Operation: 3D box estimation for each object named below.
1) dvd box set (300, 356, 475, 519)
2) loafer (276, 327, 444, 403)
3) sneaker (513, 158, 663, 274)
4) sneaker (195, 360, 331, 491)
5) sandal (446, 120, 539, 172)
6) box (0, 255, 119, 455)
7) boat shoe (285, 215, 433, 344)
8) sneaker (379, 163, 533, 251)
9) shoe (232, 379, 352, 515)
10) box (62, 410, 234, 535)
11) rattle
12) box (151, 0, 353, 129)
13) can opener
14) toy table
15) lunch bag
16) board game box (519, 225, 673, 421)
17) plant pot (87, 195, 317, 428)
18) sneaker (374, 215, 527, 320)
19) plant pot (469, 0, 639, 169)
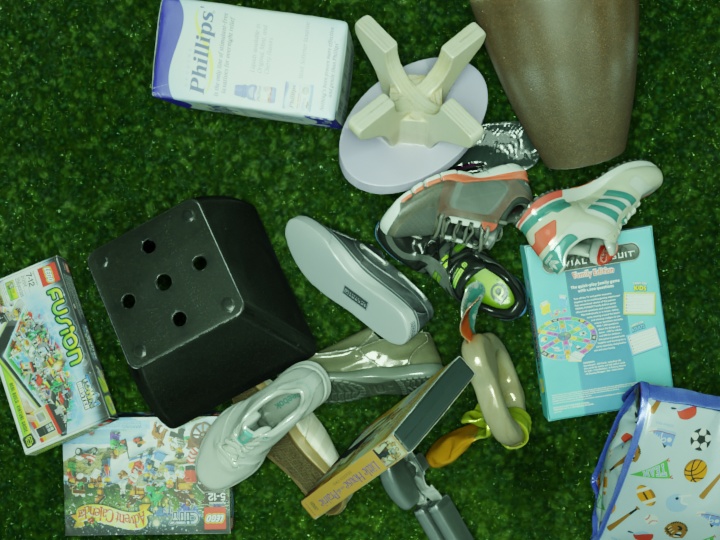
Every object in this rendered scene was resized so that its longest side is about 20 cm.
[{"bbox_3d":[0.028,0.182,1.234,0.029,0.146,0.200,46,137,0],"label":"dvd box set"},{"bbox_3d":[0.001,0.107,1.326,0.196,0.076,0.071,-2,62,2],"label":"loafer"},{"bbox_3d":[0.268,-0.053,1.271,0.197,0.071,0.094,-19,69,-25],"label":"sneaker"},{"bbox_3d":[-0.122,0.177,1.263,0.075,0.088,0.200,46,107,2],"label":"sneaker"},{"bbox_3d":[0.111,-0.140,1.316,0.196,0.048,0.077,-9,92,1],"label":"sandal"},{"bbox_3d":[-0.364,0.097,1.321,0.108,0.035,0.203,-22,79,2],"label":"box"},{"bbox_3d":[0.000,0.000,1.316,0.199,0.068,0.072,38,137,19],"label":"boat shoe"},{"bbox_3d":[0.118,-0.061,1.267,0.197,0.077,0.083,-16,68,-24],"label":"sneaker"},{"bbox_3d":[-0.078,0.195,1.336,0.201,0.053,0.070,51,127,5],"label":"shoe"},{"bbox_3d":[-0.248,0.238,1.344,0.196,0.038,0.140,-1,92,1],"label":"box"},{"bbox_3d":[0.105,0.117,1.280,0.141,0.132,0.201,-8,135,32],"label":"rattle"},{"bbox_3d":[-0.111,-0.222,1.251,0.196,0.184,0.107,9,94,1],"label":"box"},{"bbox_3d":[0.080,0.289,1.327,0.066,0.052,0.202,-37,96,-37],"label":"can opener"},{"bbox_3d":[0.060,-0.184,1.243,0.183,0.117,0.201,35,71,11],"label":"toy table"},{"bbox_3d":[0.358,0.213,1.261,0.167,0.125,0.203,11,127,1],"label":"lunch bag"},{"bbox_3d":[0.273,0.060,1.321,0.148,0.047,0.204,-8,92,1],"label":"board game box"},{"bbox_3d":[-0.186,0.033,1.241,0.197,0.177,0.203,-27,76,3],"label":"plant pot"},{"bbox_3d":[0.108,-0.010,1.304,0.198,0.083,0.071,33,92,0],"label":"sneaker"},{"bbox_3d":[0.229,-0.222,1.260,0.183,0.187,0.204,-13,106,2],"label":"plant pot"}]
